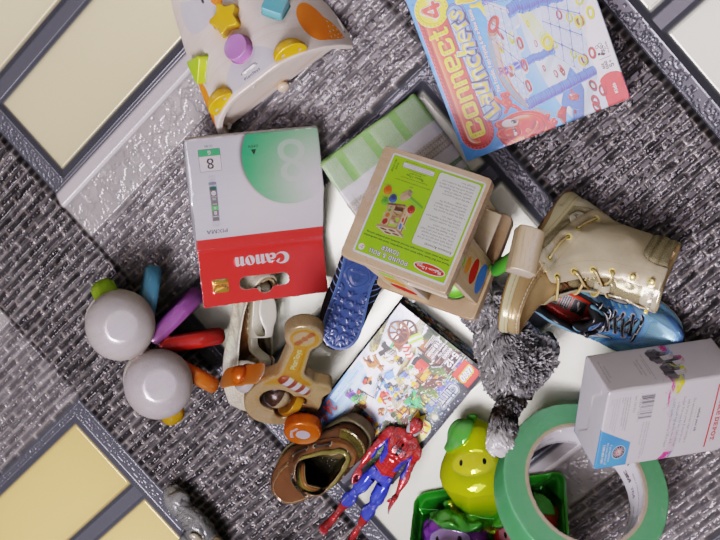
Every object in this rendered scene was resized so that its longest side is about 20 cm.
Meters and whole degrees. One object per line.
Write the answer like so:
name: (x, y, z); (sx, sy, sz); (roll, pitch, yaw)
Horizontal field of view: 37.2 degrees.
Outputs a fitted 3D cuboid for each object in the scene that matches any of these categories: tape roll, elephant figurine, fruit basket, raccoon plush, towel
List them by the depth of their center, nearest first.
raccoon plush: (0.153, 0.094, 1.227); (0.134, 0.201, 0.096); (42, 124, -15)
tape roll: (0.256, 0.256, 1.244); (0.198, 0.202, 0.048); (23, 146, 5)
towel: (0.064, -0.084, 1.255); (0.149, 0.031, 0.201); (-36, 94, -9)
fruit basket: (0.153, 0.291, 1.307); (0.212, 0.156, 0.218); (4, 123, 6)
elephant figurine: (-0.195, 0.408, 1.432); (0.198, 0.156, 0.142); (18, 152, 18)

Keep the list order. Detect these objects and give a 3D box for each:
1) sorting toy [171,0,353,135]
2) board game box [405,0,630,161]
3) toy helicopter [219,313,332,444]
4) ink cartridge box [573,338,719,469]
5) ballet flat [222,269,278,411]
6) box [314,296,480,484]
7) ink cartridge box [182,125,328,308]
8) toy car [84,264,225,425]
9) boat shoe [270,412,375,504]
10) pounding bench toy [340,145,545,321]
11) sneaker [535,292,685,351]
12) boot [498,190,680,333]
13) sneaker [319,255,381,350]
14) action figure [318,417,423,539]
sorting toy: (-0.143, -0.286, 1.246); (0.199, 0.107, 0.182); (-33, 77, 19)
board game box: (0.175, -0.251, 1.191); (0.194, 0.056, 0.202); (-20, 100, 17)
toy helicopter: (-0.093, 0.118, 1.269); (0.130, 0.080, 0.201); (12, 136, -10)
ink cartridge box: (0.352, 0.148, 1.219); (0.197, 0.068, 0.116); (-6, 125, -11)
ballet flat: (-0.135, 0.090, 1.342); (0.062, 0.067, 0.203); (21, 114, 49)
box: (0.047, 0.150, 1.339); (0.136, 0.038, 0.201); (37, 109, 1)
ink cartridge box: (-0.121, -0.063, 1.271); (0.159, 0.050, 0.203); (-7, 94, -10)
toy car: (-0.250, 0.083, 1.335); (0.149, 0.175, 0.201); (-34, 96, -12)
boat shoe: (-0.063, 0.248, 1.347); (0.072, 0.068, 0.200); (41, 130, -3)
pounding bench toy: (0.110, -0.022, 1.140); (0.198, 0.156, 0.126); (20, 82, 23)
sneaker: (0.277, 0.059, 1.235); (0.197, 0.090, 0.079); (18, 108, 4)
boot: (0.250, 0.013, 1.169); (0.154, 0.200, 0.073); (26, 145, 19)
sneaker: (0.000, 0.000, 1.296); (0.069, 0.078, 0.202); (27, 87, -8)
action figure: (0.021, 0.262, 1.332); (0.065, 0.052, 0.201); (33, 107, 5)
